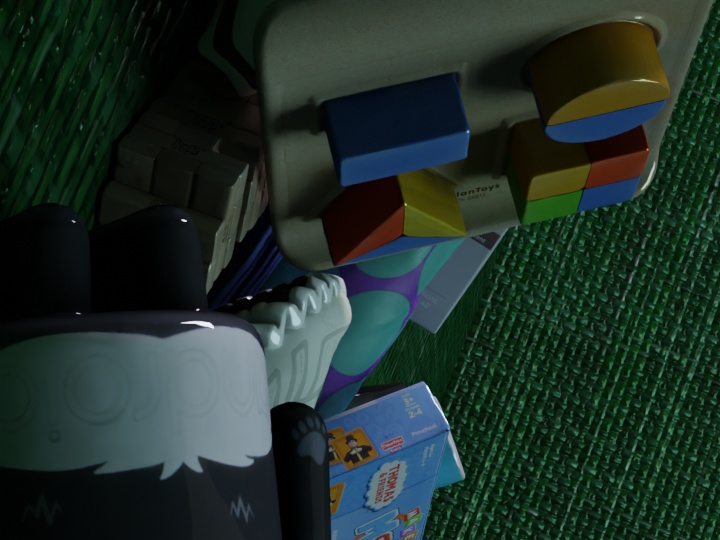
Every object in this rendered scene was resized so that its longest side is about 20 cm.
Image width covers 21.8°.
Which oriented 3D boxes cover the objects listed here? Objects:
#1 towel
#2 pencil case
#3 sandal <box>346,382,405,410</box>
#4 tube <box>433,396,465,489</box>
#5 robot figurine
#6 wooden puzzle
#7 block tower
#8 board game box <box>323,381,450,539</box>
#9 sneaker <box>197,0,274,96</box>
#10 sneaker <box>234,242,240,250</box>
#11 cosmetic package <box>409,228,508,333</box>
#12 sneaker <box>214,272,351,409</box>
[{"bbox_3d":[-0.028,-0.053,0.958,0.145,0.024,0.200,-53,-174,21],"label":"towel"},{"bbox_3d":[0.000,0.000,0.975,0.201,0.085,0.092,-54,157,13],"label":"pencil case"},{"bbox_3d":[-0.048,0.083,1.109,0.199,0.075,0.046,-19,99,-50],"label":"sandal"},{"bbox_3d":[-0.040,0.131,1.084,0.077,0.198,0.051,53,17,-76],"label":"tube"},{"bbox_3d":[-0.088,0.082,0.616,0.125,0.148,0.203,45,39,-82],"label":"robot figurine"},{"bbox_3d":[0.052,-0.057,0.775,0.200,0.183,0.047,88,-11,-65],"label":"wooden puzzle"},{"bbox_3d":[-0.051,-0.073,0.842,0.201,0.057,0.054,-62,170,-49],"label":"block tower"},{"bbox_3d":[-0.055,0.143,0.981,0.198,0.037,0.152,-19,149,-19],"label":"board game box"},{"bbox_3d":[-0.026,-0.152,0.834,0.080,0.074,0.201,-30,-155,29],"label":"sneaker"},{"bbox_3d":[-0.038,0.010,1.121,0.086,0.078,0.200,-65,165,19],"label":"sneaker"},{"bbox_3d":[0.031,-0.055,1.118,0.091,0.106,0.200,-56,-176,24],"label":"cosmetic package"},{"bbox_3d":[-0.053,0.062,0.811,0.082,0.075,0.200,63,31,-10],"label":"sneaker"}]
